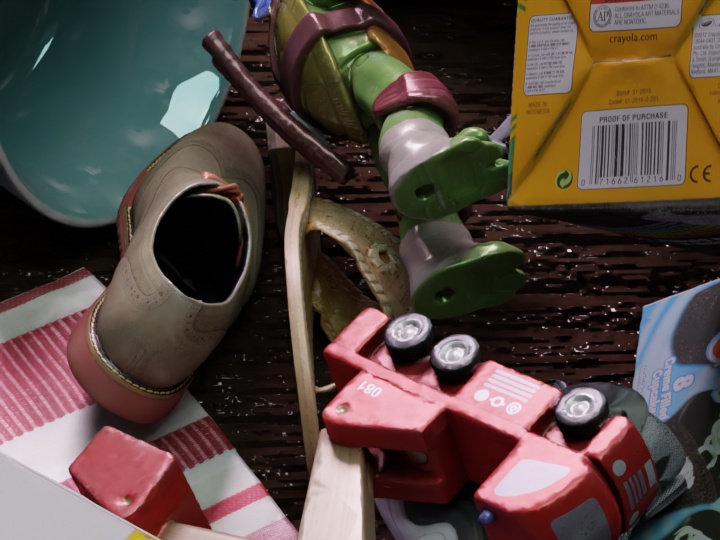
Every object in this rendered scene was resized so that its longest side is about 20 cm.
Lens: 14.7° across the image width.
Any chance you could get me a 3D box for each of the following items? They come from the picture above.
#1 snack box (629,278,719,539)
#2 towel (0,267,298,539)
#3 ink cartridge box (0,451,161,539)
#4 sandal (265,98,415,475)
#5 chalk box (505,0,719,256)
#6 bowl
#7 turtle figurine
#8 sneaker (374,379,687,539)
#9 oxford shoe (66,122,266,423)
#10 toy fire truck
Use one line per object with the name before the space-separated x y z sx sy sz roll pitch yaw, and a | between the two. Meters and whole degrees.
snack box | 0.166 0.079 1.166 0.116 0.037 0.200 -22 37 30
towel | -0.124 0.093 1.162 0.144 0.023 0.200 -23 54 -25
ink cartridge box | -0.094 0.187 0.984 0.200 0.145 0.147 28 62 15
sandal | 0.000 -0.004 1.228 0.070 0.078 0.212 -7 44 -2
chalk box | 0.169 -0.073 1.151 0.125 0.124 0.200 0 -6 40
bowl | -0.147 -0.127 1.259 0.105 0.201 0.201 14 45 29
turtle figurine | 0.046 -0.087 1.209 0.200 0.144 0.194 9 41 -27
sneaker | 0.092 0.111 1.102 0.114 0.076 0.200 -36 41 -8
oxford shoe | -0.065 -0.014 1.209 0.070 0.075 0.200 32 33 -13
toy fire truck | 0.000 0.084 1.082 0.200 0.049 0.141 23 58 39
